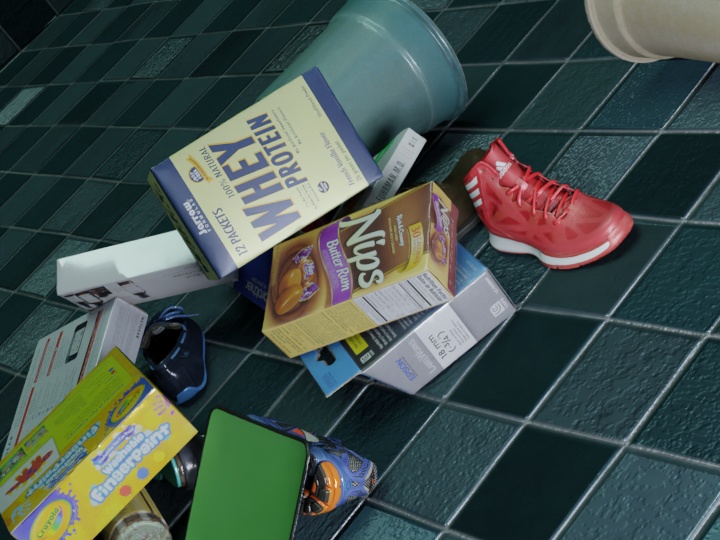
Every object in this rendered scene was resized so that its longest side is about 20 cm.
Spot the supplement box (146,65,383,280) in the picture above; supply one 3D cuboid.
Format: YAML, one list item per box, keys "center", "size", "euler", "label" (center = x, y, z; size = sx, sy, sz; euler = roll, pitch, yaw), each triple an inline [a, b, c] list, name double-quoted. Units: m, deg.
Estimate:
- center: [-0.107, -0.098, 1.662]
  size: [0.199, 0.135, 0.200]
  euler: [-33, 4, -8]
  label: "supplement box"

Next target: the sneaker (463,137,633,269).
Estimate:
- center: [0.171, -0.069, 1.546]
  size: [0.200, 0.116, 0.078]
  euler: [1, 46, 53]
  label: "sneaker"

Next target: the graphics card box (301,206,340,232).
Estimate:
- center: [-0.064, -0.099, 1.968]
  size: [0.125, 0.051, 0.200]
  euler: [-17, 33, 38]
  label: "graphics card box"

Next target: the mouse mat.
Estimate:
- center: [-0.111, 0.221, 1.470]
  size: [0.200, 0.008, 0.162]
  euler: [12, 90, 58]
  label: "mouse mat"

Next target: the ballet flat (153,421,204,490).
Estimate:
- center: [-0.197, 0.192, 1.670]
  size: [0.073, 0.073, 0.200]
  euler: [-47, 21, -16]
  label: "ballet flat"

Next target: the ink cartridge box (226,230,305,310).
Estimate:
- center: [-0.128, -0.024, 1.854]
  size: [0.200, 0.044, 0.094]
  euler: [29, 108, 53]
  label: "ink cartridge box"

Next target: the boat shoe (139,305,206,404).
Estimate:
- center: [-0.224, 0.083, 1.862]
  size: [0.084, 0.069, 0.200]
  euler: [-40, 26, -3]
  label: "boat shoe"

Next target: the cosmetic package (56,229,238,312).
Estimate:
- center: [-0.250, 0.001, 1.831]
  size: [0.199, 0.083, 0.051]
  euler: [-13, 69, 20]
  label: "cosmetic package"

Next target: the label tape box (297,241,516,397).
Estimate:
- center: [0.040, 0.056, 1.573]
  size: [0.200, 0.063, 0.144]
  euler: [-39, 27, -1]
  label: "label tape box"

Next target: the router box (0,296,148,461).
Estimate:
- center: [-0.342, 0.150, 1.846]
  size: [0.179, 0.049, 0.201]
  euler: [-26, 43, 43]
  label: "router box"

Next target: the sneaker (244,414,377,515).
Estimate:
- center: [-0.054, 0.185, 1.482]
  size: [0.200, 0.078, 0.076]
  euler: [22, 108, 56]
  label: "sneaker"

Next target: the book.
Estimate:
- center: [-0.002, -0.052, 1.727]
  size: [0.200, 0.048, 0.134]
  euler: [-60, 8, -21]
  label: "book"

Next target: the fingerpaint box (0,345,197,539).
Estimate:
- center: [-0.281, 0.192, 1.612]
  size: [0.200, 0.073, 0.167]
  euler: [-46, 25, -8]
  label: "fingerpaint box"

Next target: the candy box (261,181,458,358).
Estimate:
- center: [0.000, 0.000, 1.554]
  size: [0.199, 0.056, 0.117]
  euler: [-21, 44, 27]
  label: "candy box"

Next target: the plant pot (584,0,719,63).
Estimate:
- center: [0.363, -0.289, 1.597]
  size: [0.200, 0.201, 0.183]
  euler: [-44, 38, -11]
  label: "plant pot"

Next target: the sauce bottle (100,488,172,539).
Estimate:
- center: [-0.249, 0.250, 1.638]
  size: [0.065, 0.065, 0.200]
  euler: [-41, 24, -5]
  label: "sauce bottle"

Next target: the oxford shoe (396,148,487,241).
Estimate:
- center: [0.086, -0.073, 1.698]
  size: [0.073, 0.085, 0.200]
  euler: [-9, 37, 48]
  label: "oxford shoe"

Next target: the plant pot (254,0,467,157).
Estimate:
- center: [-0.011, -0.206, 1.874]
  size: [0.196, 0.201, 0.200]
  euler: [-42, 26, -21]
  label: "plant pot"
